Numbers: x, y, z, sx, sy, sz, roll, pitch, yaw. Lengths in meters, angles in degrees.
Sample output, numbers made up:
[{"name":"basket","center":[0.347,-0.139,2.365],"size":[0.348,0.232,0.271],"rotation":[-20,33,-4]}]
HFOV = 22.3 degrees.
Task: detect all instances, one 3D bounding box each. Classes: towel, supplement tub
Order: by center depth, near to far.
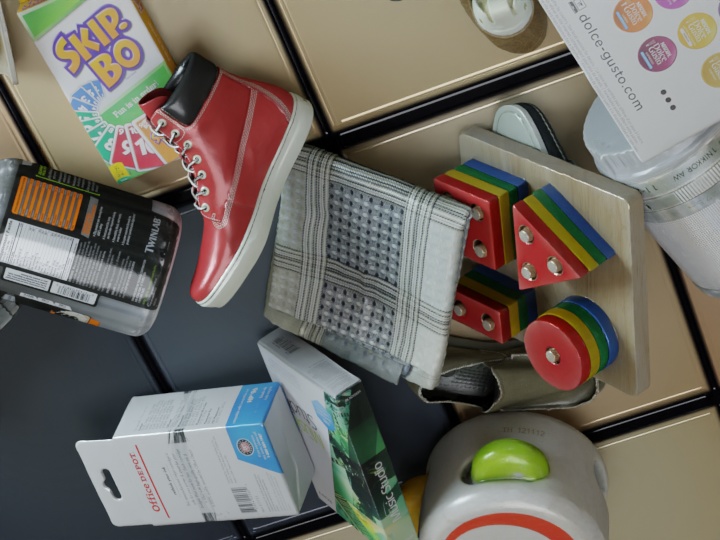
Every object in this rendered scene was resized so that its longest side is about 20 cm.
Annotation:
[{"name":"supplement tub","center":[-0.266,-0.025,1.607],"size":[0.199,0.123,0.123],"rotation":[17,121,-11]},{"name":"towel","center":[0.000,0.000,1.630],"size":[0.192,0.035,0.201],"rotation":[22,125,21]}]

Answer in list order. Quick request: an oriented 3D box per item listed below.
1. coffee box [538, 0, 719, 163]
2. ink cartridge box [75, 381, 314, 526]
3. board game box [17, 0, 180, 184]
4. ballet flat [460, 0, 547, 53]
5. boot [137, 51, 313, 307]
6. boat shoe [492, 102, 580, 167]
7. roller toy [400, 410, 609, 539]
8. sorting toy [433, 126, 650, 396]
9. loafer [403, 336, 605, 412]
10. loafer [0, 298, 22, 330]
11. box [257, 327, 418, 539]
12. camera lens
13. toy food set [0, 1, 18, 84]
[{"name":"coffee box","center":[0.244,-0.250,1.429],"size":[0.197,0.200,0.200],"rotation":[-29,119,15]},{"name":"ink cartridge box","center":[-0.158,0.178,1.756],"size":[0.199,0.068,0.116],"rotation":[-7,123,20]},{"name":"board game box","center":[-0.212,-0.175,1.572],"size":[0.095,0.030,0.201],"rotation":[-21,118,11]},{"name":"ballet flat","center":[0.105,-0.251,1.501],"size":[0.067,0.072,0.201],"rotation":[-16,122,9]},{"name":"boot","center":[-0.141,-0.078,1.566],"size":[0.144,0.072,0.201],"rotation":[20,92,-25]},{"name":"boat shoe","center":[0.174,-0.064,1.631],"size":[0.060,0.075,0.201],"rotation":[-30,116,-27]},{"name":"roller toy","center":[0.148,0.234,1.770],"size":[0.182,0.140,0.200],"rotation":[33,126,-18]},{"name":"sorting toy","center":[0.152,0.002,1.590],"size":[0.069,0.198,0.201],"rotation":[-30,128,-31]},{"name":"loafer","center":[0.136,0.108,1.731],"size":[0.199,0.070,0.076],"rotation":[1,122,-2]},{"name":"loafer","center":[-0.373,0.057,1.691],"size":[0.200,0.063,0.072],"rotation":[-40,115,21]},{"name":"box","center":[-0.021,0.162,1.722],"size":[0.036,0.144,0.201],"rotation":[-33,123,-19]},{"name":"camera lens","center":[0.305,-0.086,1.559],"size":[0.160,0.160,0.200],"rotation":[-36,116,20]},{"name":"toy food set","center":[-0.394,-0.209,1.524],"size":[0.199,0.061,0.144],"rotation":[-6,122,3]}]
